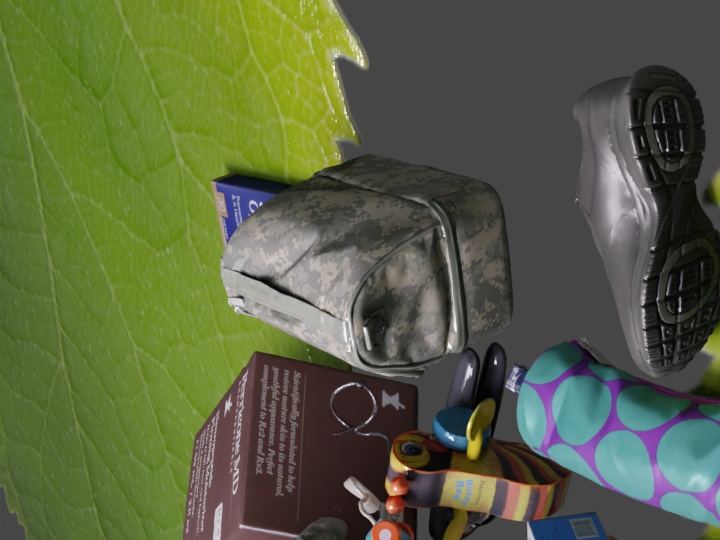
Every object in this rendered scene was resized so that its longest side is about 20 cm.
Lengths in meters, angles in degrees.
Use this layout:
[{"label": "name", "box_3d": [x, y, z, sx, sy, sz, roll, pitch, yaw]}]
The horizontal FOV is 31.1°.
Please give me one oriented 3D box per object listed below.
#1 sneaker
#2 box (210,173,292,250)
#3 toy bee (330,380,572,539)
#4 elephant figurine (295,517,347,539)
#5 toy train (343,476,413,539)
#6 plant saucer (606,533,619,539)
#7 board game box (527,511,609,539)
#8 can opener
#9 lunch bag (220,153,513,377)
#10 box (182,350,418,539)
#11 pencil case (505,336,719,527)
[{"label": "sneaker", "box_3d": [0.185, -0.032, 0.853, 0.090, 0.075, 0.203, 8, 106, 62]}, {"label": "box", "box_3d": [-0.075, -0.023, 1.260, 0.199, 0.032, 0.123, 13, 118, 51]}, {"label": "toy bee", "box_3d": [0.062, 0.164, 1.012, 0.197, 0.109, 0.133, -5, 112, 19]}, {"label": "elephant figurine", "box_3d": [-0.041, 0.266, 1.000, 0.140, 0.156, 0.201, 22, 153, 19]}, {"label": "toy train", "box_3d": [0.057, 0.252, 1.027, 0.199, 0.056, 0.150, 40, 178, -23]}, {"label": "plant saucer", "box_3d": [0.197, 0.307, 1.037, 0.199, 0.037, 0.203, 31, 131, 43]}, {"label": "board game box", "box_3d": [0.167, 0.311, 0.911, 0.200, 0.055, 0.199, -104, 8, -68]}, {"label": "can opener", "box_3d": [0.085, 0.148, 1.089, 0.078, 0.063, 0.202, 39, 137, 38]}, {"label": "lunch bag", "box_3d": [0.000, 0.000, 1.038, 0.199, 0.166, 0.141, 22, 124, 49]}, {"label": "box", "box_3d": [-0.058, 0.202, 1.183, 0.200, 0.162, 0.168, 128, 151, -53]}, {"label": "pencil case", "box_3d": [0.196, 0.108, 0.886, 0.199, 0.084, 0.094, 18, 97, 50]}]
